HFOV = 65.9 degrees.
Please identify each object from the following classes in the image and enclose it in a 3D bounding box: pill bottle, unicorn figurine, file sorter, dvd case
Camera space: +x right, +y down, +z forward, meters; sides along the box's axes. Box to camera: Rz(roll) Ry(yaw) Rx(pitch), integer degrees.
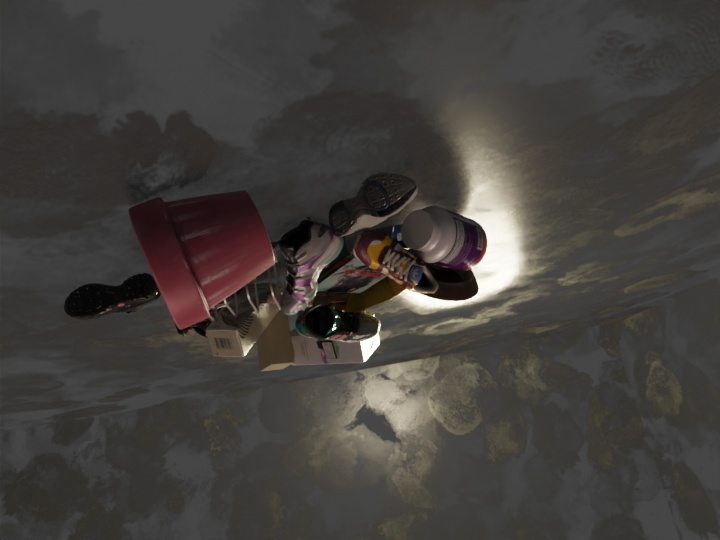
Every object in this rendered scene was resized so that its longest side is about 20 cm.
[{"bbox_3d":[0.170,-0.066,1.133,0.111,0.115,0.198,-24,158,36],"label":"pill bottle"},{"bbox_3d":[-0.138,0.056,1.275,0.136,0.075,0.199,-13,163,33],"label":"unicorn figurine"},{"bbox_3d":[-0.266,0.023,1.115,0.196,0.127,0.139,-10,162,-3],"label":"file sorter"},{"bbox_3d":[0.000,0.000,1.169,0.144,0.022,0.199,5,152,-39],"label":"dvd case"}]

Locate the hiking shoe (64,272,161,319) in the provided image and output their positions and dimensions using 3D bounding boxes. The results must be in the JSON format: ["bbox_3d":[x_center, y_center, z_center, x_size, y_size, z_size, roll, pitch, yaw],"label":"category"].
[{"bbox_3d":[-0.516,0.068,1.174,0.196,0.077,0.101,-12,159,-2],"label":"hiking shoe"}]

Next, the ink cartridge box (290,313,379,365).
[{"bbox_3d":[-0.067,0.175,1.414,0.196,0.086,0.145,-5,-168,20],"label":"ink cartridge box"}]

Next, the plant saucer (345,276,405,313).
[{"bbox_3d":[0.069,0.026,1.337,0.199,0.049,0.199,-32,-176,-41],"label":"plant saucer"}]

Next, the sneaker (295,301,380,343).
[{"bbox_3d":[-0.047,0.116,1.235,0.196,0.085,0.121,1,169,-6],"label":"sneaker"}]

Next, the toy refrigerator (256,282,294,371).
[{"bbox_3d":[-0.215,0.137,1.365,0.069,0.204,0.076,0,159,-33],"label":"toy refrigerator"}]

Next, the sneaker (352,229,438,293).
[{"bbox_3d":[0.073,-0.015,1.053,0.199,0.076,0.090,27,180,-41],"label":"sneaker"}]

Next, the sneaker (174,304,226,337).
[{"bbox_3d":[-0.383,0.129,1.425,0.197,0.088,0.080,-3,162,-27],"label":"sneaker"}]

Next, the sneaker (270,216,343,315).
[{"bbox_3d":[-0.133,-0.015,1.076,0.139,0.077,0.202,24,98,-48],"label":"sneaker"}]

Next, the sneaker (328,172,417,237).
[{"bbox_3d":[0.029,-0.119,0.982,0.086,0.076,0.198,-10,173,-44],"label":"sneaker"}]

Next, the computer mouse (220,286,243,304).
[{"bbox_3d":[-0.345,0.059,1.292,0.198,0.054,0.138,-23,158,31],"label":"computer mouse"}]

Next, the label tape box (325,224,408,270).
[{"bbox_3d":[0.018,-0.033,1.218,0.196,0.067,0.144,-9,162,-1],"label":"label tape box"}]

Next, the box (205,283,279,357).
[{"bbox_3d":[-0.251,0.104,1.213,0.081,0.070,0.201,-1,-153,16],"label":"box"}]

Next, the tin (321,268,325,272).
[{"bbox_3d":[-0.080,0.022,1.373,0.197,0.043,0.112,-2,156,-26],"label":"tin"}]

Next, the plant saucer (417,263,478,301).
[{"bbox_3d":[0.168,0.001,1.221,0.197,0.201,0.035,-2,121,-26],"label":"plant saucer"}]

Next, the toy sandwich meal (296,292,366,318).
[{"bbox_3d":[-0.072,0.093,1.450,0.201,0.072,0.205,-3,-178,0],"label":"toy sandwich meal"}]

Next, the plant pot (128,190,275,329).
[{"bbox_3d":[-0.240,-0.035,0.875,0.177,0.202,0.200,-23,166,-15],"label":"plant pot"}]
